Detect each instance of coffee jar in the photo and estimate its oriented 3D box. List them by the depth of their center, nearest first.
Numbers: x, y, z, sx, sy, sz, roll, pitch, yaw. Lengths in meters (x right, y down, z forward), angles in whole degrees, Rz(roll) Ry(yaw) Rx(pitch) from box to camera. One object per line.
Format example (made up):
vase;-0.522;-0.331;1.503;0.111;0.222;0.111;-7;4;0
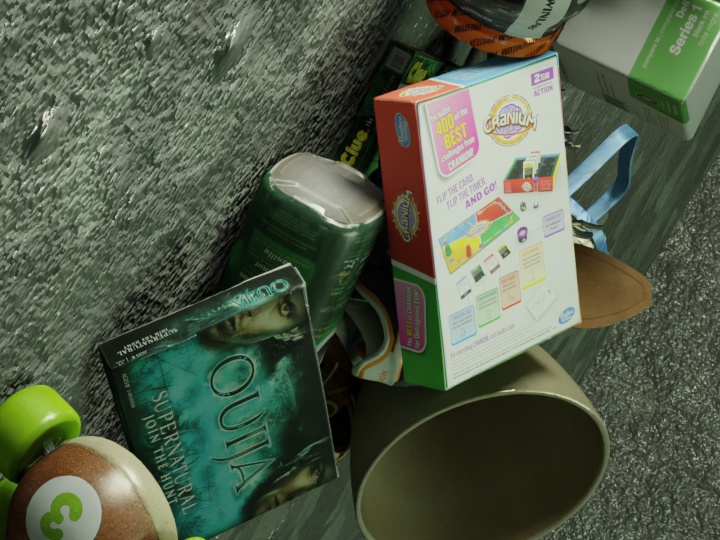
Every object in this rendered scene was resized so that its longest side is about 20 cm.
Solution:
coffee jar;-0.057;0.025;1.391;0.201;0.085;0.104;-66;171;23

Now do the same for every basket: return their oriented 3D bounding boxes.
basket;0.199;-0.049;2.032;0.200;0.139;0.176;-47;163;-10

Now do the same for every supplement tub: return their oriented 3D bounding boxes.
supplement tub;0.118;-0.251;1.358;0.122;0.122;0.201;-42;157;-51

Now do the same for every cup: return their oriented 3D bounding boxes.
cup;0.074;0.110;1.565;0.199;0.144;0.201;-11;137;-11

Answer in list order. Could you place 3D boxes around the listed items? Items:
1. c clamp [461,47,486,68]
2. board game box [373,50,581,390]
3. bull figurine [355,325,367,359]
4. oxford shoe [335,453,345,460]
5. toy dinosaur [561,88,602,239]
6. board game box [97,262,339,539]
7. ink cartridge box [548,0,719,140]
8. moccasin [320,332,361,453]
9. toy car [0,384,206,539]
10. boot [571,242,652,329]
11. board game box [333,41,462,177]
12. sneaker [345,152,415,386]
c clamp;0.068;-0.077;1.573;0.171;0.027;0.201;-41;145;-72
board game box;0.084;-0.037;1.396;0.153;0.040;0.201;-22;112;-43
bull figurine;0.045;0.049;1.796;0.121;0.065;0.200;-31;157;-5
oxford shoe;-0.051;0.130;1.671;0.072;0.071;0.200;-58;165;5
toy dinosaur;0.099;-0.076;1.591;0.199;0.105;0.182;1;141;-37
board game box;-0.087;0.094;1.325;0.135;0.028;0.201;-24;139;-14
ink cartridge box;0.176;-0.187;1.539;0.085;0.199;0.146;-62;167;-1
moccasin;-0.044;0.093;1.556;0.202;0.073;0.078;65;19;-66
toy car;-0.200;0.193;1.125;0.200;0.164;0.158;-32;153;-36
boot;0.120;0.028;1.669;0.146;0.199;0.071;136;-42;-64
board game box;0.036;-0.117;1.559;0.105;0.023;0.200;-60;166;8
sneaker;0.021;-0.017;1.447;0.078;0.079;0.201;145;-60;-76
